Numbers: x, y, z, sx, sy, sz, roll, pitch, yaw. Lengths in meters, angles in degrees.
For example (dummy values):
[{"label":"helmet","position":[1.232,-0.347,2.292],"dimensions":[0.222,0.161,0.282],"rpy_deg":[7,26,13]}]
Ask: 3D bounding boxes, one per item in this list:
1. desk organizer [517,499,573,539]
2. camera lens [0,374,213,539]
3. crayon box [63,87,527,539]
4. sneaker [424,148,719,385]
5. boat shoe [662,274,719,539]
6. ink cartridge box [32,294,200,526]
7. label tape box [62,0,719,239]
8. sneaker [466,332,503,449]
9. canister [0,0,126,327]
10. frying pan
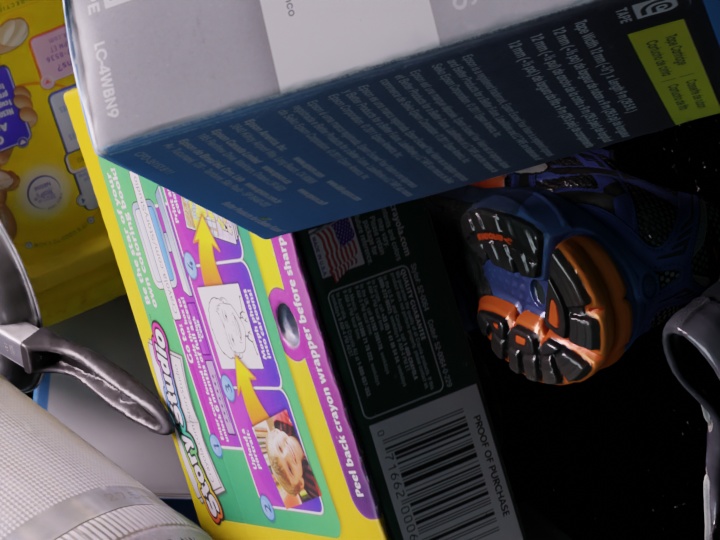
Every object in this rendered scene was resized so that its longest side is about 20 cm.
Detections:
[{"label":"desk organizer","position":[0.068,0.156,0.755],"dimensions":[0.200,0.071,0.077],"rpy_deg":[-144,40,-73]},{"label":"camera lens","position":[-0.144,0.140,0.810],"dimensions":[0.200,0.160,0.161],"rpy_deg":[33,134,29]},{"label":"crayon box","position":[-0.030,0.013,0.767],"dimensions":[0.172,0.058,0.201],"rpy_deg":[-5,103,64]},{"label":"sneaker","position":[0.058,-0.013,0.734],"dimensions":[0.200,0.078,0.076],"rpy_deg":[34,137,59]},{"label":"boat shoe","position":[0.128,0.093,0.675],"dimensions":[0.073,0.062,0.201],"rpy_deg":[23,126,52]},{"label":"ink cartridge box","position":[-0.119,0.112,1.033],"dimensions":[0.201,0.083,0.146],"rpy_deg":[97,172,-48]},{"label":"label tape box","position":[0.036,-0.073,0.578],"dimensions":[0.143,0.199,0.067],"rpy_deg":[29,-134,-73]},{"label":"sneaker","position":[0.000,0.000,0.861],"dimensions":[0.089,0.076,0.201],"rpy_deg":[173,86,-78]},{"label":"canister","position":[-0.140,-0.093,0.933],"dimensions":[0.086,0.148,0.201],"rpy_deg":[35,145,59]},{"label":"frying pan","position":[-0.152,0.031,0.885],"dimensions":[0.190,0.031,0.115],"rpy_deg":[50,147,21]}]
